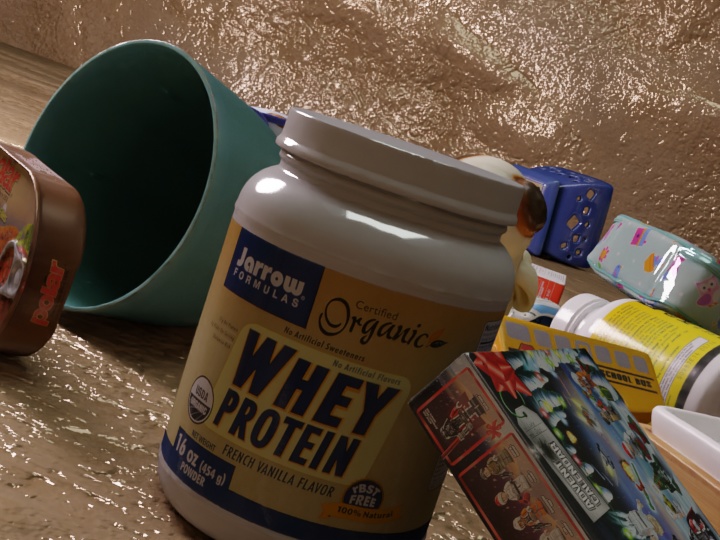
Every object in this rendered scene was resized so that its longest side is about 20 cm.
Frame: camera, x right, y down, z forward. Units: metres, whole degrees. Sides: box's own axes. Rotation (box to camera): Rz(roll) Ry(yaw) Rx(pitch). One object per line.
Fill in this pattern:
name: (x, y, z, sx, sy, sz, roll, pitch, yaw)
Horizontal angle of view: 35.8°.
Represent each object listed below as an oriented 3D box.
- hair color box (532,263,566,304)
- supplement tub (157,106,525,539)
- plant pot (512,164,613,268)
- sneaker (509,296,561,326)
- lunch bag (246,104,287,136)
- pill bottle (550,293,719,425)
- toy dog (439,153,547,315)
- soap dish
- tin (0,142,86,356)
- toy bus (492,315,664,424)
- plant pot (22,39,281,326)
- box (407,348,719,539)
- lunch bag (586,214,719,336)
hair color box: (0.189, 0.007, 1.590, 0.199, 0.064, 0.111, 22, 10, 9)
supplement tub: (-0.008, 0.033, 0.555, 0.143, 0.201, 0.144, 18, 9, -3)
plant pot: (0.420, -0.131, 2.508, 0.179, 0.201, 0.200, 7, 14, -30)
sneaker: (0.146, 0.051, 1.211, 0.199, 0.072, 0.073, 13, 19, -17)
lunch bag: (-0.122, -0.086, 1.160, 0.199, 0.171, 0.124, 15, 4, -30)
pill bottle: (0.277, 0.095, 1.066, 0.112, 0.113, 0.200, 11, 12, -41)
toy dog: (0.079, -0.001, 0.950, 0.139, 0.201, 0.194, 23, 9, 28)
soap dish: (0.294, 0.168, 0.759, 0.199, 0.082, 0.157, 16, 9, -23)
tin: (-0.225, -0.018, 0.704, 0.042, 0.113, 0.200, 13, 11, -34)
toy bus: (0.141, 0.088, 0.869, 0.199, 0.065, 0.079, 15, 49, -26)
plant pot: (-0.136, -0.049, 0.844, 0.200, 0.202, 0.161, 25, 0, 36)
box: (0.117, 0.124, 0.484, 0.137, 0.040, 0.201, 4, 48, -57)
lunch bag: (0.341, 0.020, 1.173, 0.160, 0.077, 0.200, 31, 5, -23)
